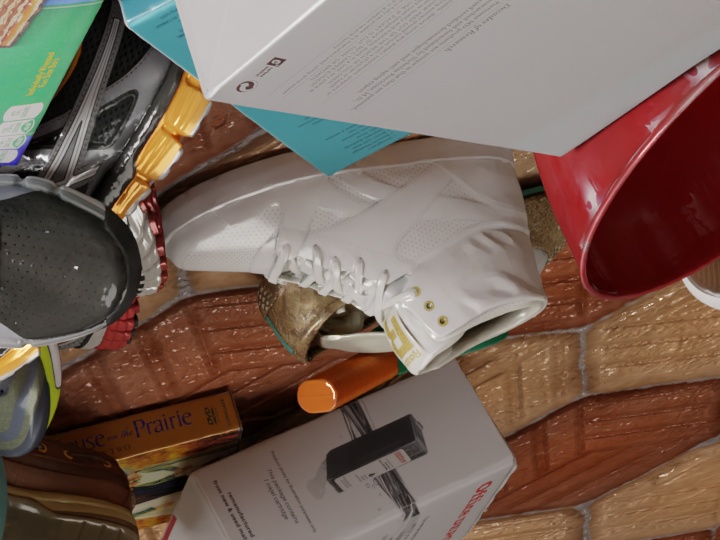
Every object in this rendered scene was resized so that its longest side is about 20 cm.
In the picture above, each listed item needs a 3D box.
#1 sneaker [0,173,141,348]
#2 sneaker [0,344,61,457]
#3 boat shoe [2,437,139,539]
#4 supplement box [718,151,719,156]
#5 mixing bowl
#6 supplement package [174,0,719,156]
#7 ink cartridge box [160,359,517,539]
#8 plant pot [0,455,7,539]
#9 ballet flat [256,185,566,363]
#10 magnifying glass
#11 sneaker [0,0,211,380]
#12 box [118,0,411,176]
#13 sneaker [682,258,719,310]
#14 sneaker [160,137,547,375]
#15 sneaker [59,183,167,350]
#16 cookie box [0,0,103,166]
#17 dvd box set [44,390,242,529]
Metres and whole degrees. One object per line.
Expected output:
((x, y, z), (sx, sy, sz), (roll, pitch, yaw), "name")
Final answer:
((-0.197, 0.001, 1.079), (0.199, 0.076, 0.115), (8, -165, 15), "sneaker")
((-0.201, 0.028, 1.233), (0.073, 0.081, 0.201), (-1, 139, 23), "sneaker")
((-0.220, 0.118, 1.523), (0.199, 0.068, 0.072), (19, 135, -29), "boat shoe")
((0.206, -0.103, 1.279), (0.199, 0.111, 0.086), (-29, 155, 23), "supplement box")
((0.143, -0.094, 1.151), (0.200, 0.109, 0.200), (-32, 156, -16), "mixing bowl")
((0.053, -0.159, 0.983), (0.199, 0.148, 0.191), (6, 148, -45), "supplement package")
((-0.017, 0.151, 1.687), (0.199, 0.084, 0.144), (-21, 161, -24), "ink cartridge box")
((-0.273, 0.116, 1.328), (0.200, 0.202, 0.161), (-30, 165, 27), "plant pot")
((0.043, 0.007, 1.469), (0.199, 0.066, 0.071), (-17, 158, -3), "ballet flat")
((0.021, 0.049, 1.504), (0.079, 0.023, 0.200), (-6, -173, 28), "magnifying glass")
((-0.139, -0.036, 1.154), (0.077, 0.078, 0.201), (31, 100, -18), "sneaker")
((-0.043, -0.112, 1.106), (0.049, 0.083, 0.200), (-25, 157, 15), "box")
((0.248, -0.020, 1.259), (0.199, 0.073, 0.085), (-20, 154, 1), "sneaker")
((0.000, 0.000, 1.357), (0.199, 0.116, 0.074), (-10, 158, -15), "sneaker")
((-0.143, -0.008, 1.278), (0.082, 0.078, 0.200), (-8, 156, -19), "sneaker")
((-0.212, -0.101, 1.012), (0.199, 0.076, 0.171), (-6, 156, -26), "cookie box")
((-0.175, 0.136, 1.648), (0.199, 0.030, 0.147), (-13, 157, -13), "dvd box set")
